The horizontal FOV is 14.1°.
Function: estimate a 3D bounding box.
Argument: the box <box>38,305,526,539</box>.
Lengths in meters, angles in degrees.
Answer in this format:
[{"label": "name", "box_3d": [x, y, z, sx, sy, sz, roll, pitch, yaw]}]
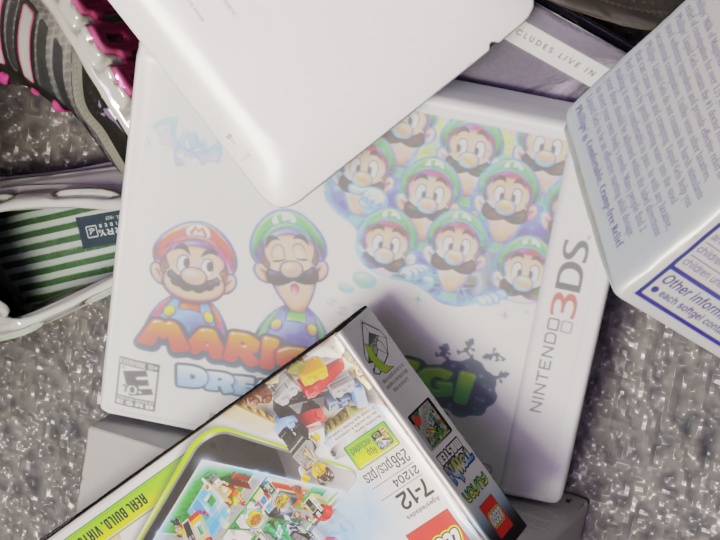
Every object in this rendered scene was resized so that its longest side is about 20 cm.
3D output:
[{"label": "box", "box_3d": [-0.042, 0.113, 1.181, 0.200, 0.035, 0.110, -36, 91, 28]}]

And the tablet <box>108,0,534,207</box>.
[{"label": "tablet", "box_3d": [-0.042, -0.138, 1.099, 0.130, 0.014, 0.200, -38, 95, 6]}]

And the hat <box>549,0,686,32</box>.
[{"label": "hat", "box_3d": [0.092, -0.168, 1.104, 0.201, 0.200, 0.081, 52, 157, 2]}]

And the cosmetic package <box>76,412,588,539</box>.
[{"label": "cosmetic package", "box_3d": [-0.012, 0.103, 1.232, 0.199, 0.083, 0.051, 16, 112, 18]}]

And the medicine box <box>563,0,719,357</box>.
[{"label": "medicine box", "box_3d": [0.209, -0.045, 1.040, 0.182, 0.103, 0.200, 30, 120, -33]}]

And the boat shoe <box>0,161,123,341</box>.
[{"label": "boat shoe", "box_3d": [-0.157, -0.008, 1.267, 0.199, 0.067, 0.074, -21, 96, 26]}]

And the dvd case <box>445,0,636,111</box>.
[{"label": "dvd case", "box_3d": [0.026, -0.032, 1.173, 0.148, 0.016, 0.200, 28, 123, -8]}]

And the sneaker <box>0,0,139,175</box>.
[{"label": "sneaker", "box_3d": [-0.142, -0.101, 1.234, 0.200, 0.074, 0.087, 49, 116, 9]}]

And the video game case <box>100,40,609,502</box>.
[{"label": "video game case", "box_3d": [0.000, 0.000, 1.175, 0.199, 0.024, 0.183, 11, 124, 3]}]
